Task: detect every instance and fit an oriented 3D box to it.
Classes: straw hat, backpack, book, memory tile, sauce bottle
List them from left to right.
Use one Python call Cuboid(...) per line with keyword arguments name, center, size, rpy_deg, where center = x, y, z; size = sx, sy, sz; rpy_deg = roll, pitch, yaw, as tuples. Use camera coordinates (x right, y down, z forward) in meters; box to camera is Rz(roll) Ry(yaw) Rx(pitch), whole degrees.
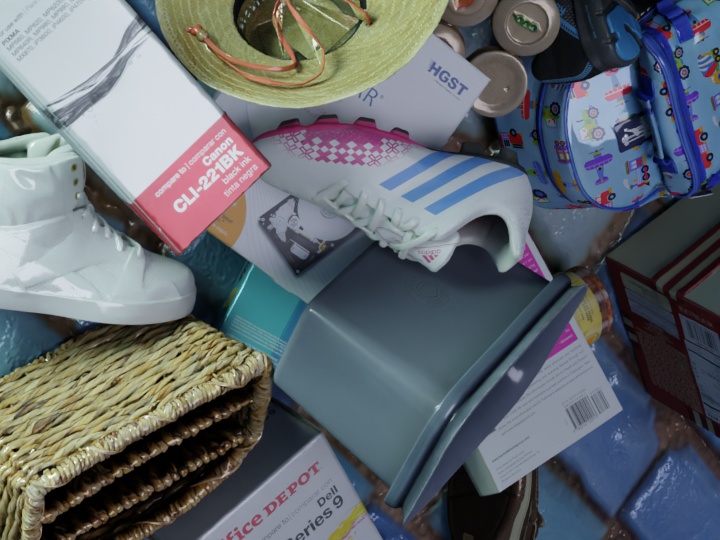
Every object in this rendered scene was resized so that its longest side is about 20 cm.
Cuboid(name="straw hat", center=(-0.039, -0.157, 1.490), size=(0.200, 0.201, 0.085), rpy_deg=(-34, 151, -22))
Cuboid(name="memory tile", center=(0.053, -0.207, 1.629), size=(0.199, 0.017, 0.154), rpy_deg=(25, 108, -15))
Cuboid(name="book", center=(0.101, 0.050, 1.758), size=(0.133, 0.048, 0.201), rpy_deg=(-29, 93, -28))
Cuboid(name="sauce bottle", center=(0.107, 0.061, 1.818), size=(0.199, 0.066, 0.066), rpy_deg=(-25, 121, -25))
Cuboid(name="backpack", center=(0.205, -0.132, 1.774), size=(0.199, 0.134, 0.184), rpy_deg=(-28, 122, -23))

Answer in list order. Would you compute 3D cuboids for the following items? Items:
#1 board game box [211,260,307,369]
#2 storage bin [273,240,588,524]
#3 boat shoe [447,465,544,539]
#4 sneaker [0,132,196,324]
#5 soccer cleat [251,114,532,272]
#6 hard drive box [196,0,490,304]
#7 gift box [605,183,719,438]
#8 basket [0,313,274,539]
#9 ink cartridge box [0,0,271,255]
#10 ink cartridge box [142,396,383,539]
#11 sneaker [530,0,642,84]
Cuboid(name="board game box", center=(0.000, 0.000, 1.676), size=(0.150, 0.047, 0.201), rpy_deg=(29, 88, -9))
Cuboid(name="storage bin", center=(0.039, 0.056, 1.570), size=(0.200, 0.134, 0.146), rpy_deg=(-42, 164, -46))
Cuboid(name="boat shoe", center=(0.113, 0.199, 1.879), size=(0.075, 0.074, 0.204), rpy_deg=(-14, 122, -48))
Cuboid(name="sneaker", center=(-0.184, -0.031, 1.550), size=(0.199, 0.074, 0.116), rpy_deg=(6, 106, -38))
Cuboid(name="soccer cleat", center=(0.022, -0.046, 1.527), size=(0.198, 0.070, 0.087), rpy_deg=(7, 67, -17))
Cuboid(name="hard drive box", center=(-0.035, -0.099, 1.591), size=(0.155, 0.077, 0.201), rpy_deg=(35, 90, -17))
Cuboid(name="gift box", center=(0.334, 0.015, 1.897), size=(0.186, 0.184, 0.201), rpy_deg=(-35, 131, -20))
Cuboid(name="basket", center=(-0.160, 0.133, 1.583), size=(0.199, 0.149, 0.144), rpy_deg=(-29, 122, -27))
Cuboid(name="ink cartridge box", center=(-0.161, -0.118, 1.442), size=(0.084, 0.144, 0.200), rpy_deg=(-44, 107, -3))
Cuboid(name="ink cartridge box", center=(-0.064, 0.217, 1.731), size=(0.145, 0.087, 0.201), rpy_deg=(-40, 125, -18))
Cuboid(name="sneaker", center=(0.140, -0.234, 1.696), size=(0.073, 0.082, 0.202), rpy_deg=(10, 64, -53))
